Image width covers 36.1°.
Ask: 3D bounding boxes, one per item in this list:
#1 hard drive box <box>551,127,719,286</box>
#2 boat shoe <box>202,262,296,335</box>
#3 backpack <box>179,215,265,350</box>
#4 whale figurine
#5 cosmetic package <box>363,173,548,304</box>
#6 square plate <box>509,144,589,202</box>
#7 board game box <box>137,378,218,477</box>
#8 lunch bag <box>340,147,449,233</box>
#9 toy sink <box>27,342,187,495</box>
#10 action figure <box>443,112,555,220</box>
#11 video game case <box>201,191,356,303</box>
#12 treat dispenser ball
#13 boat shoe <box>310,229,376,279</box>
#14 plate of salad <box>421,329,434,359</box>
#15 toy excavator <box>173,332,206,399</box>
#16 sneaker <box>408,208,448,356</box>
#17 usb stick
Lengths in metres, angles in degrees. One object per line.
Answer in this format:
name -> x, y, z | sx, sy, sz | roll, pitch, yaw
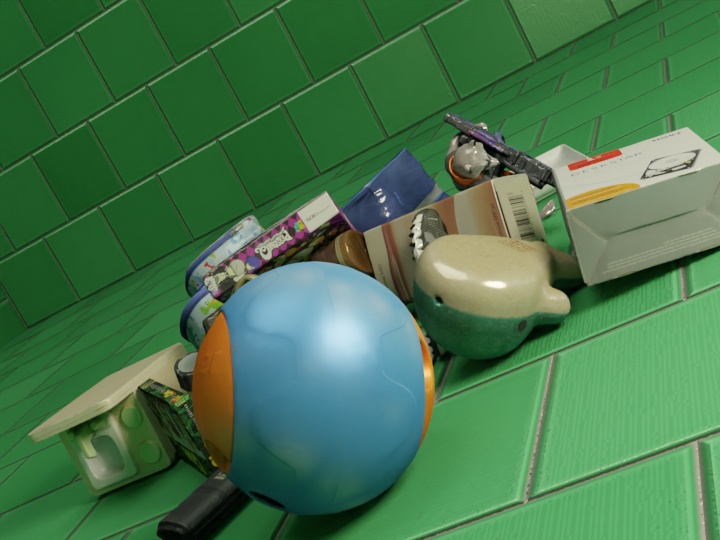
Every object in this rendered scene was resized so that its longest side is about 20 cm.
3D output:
hard drive box -> 0.277, -0.068, 1.095 | 0.154, 0.078, 0.200 | -17, 13, 10
boat shoe -> -0.111, 0.033, 1.231 | 0.072, 0.066, 0.200 | -14, 20, 26
backpack -> -0.167, 0.038, 1.571 | 0.200, 0.147, 0.184 | -43, -15, -18
whale figurine -> 0.137, 0.024, 1.084 | 0.158, 0.105, 0.198 | 27, 27, 37
cosmetic package -> 0.111, -0.033, 1.310 | 0.198, 0.105, 0.087 | -23, -6, 39
square plate -> 0.233, -0.119, 1.622 | 0.198, 0.029, 0.198 | -29, 10, 6
board game box -> -0.191, 0.174, 1.205 | 0.023, 0.106, 0.200 | -35, 12, -18
lunch bag -> 0.048, -0.071, 1.589 | 0.136, 0.133, 0.200 | -41, 3, 35
toy sink -> -0.284, 0.191, 1.351 | 0.129, 0.113, 0.200 | -25, 7, 21
action figure -> 0.176, -0.103, 1.379 | 0.199, 0.193, 0.105 | 35, 91, 34
video game case -> -0.090, -0.014, 1.369 | 0.180, 0.036, 0.200 | -35, -13, 1
treat dispenser ball -> -0.037, 0.095, 0.902 | 0.199, 0.203, 0.201 | -28, 11, 6
boat shoe -> 0.000, 0.000, 1.402 | 0.071, 0.073, 0.199 | -23, -16, 20
plate of salad -> -0.020, 0.099, 1.168 | 0.196, 0.049, 0.201 | -5, 23, 2
toy excavator -> -0.081, 0.111, 1.260 | 0.197, 0.101, 0.195 | 4, 35, 29
sneaker -> 0.106, 0.003, 1.195 | 0.089, 0.067, 0.202 | -16, 43, 9
usb stick -> -0.118, 0.201, 1.080 | 0.055, 0.033, 0.200 | -13, 19, 44
